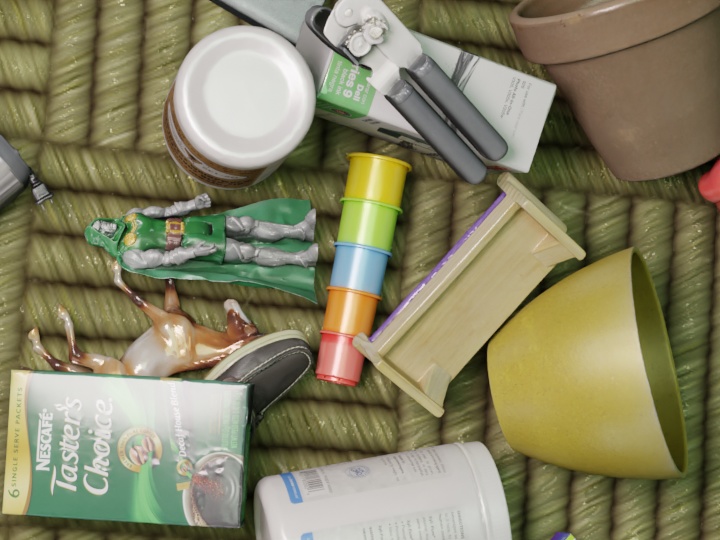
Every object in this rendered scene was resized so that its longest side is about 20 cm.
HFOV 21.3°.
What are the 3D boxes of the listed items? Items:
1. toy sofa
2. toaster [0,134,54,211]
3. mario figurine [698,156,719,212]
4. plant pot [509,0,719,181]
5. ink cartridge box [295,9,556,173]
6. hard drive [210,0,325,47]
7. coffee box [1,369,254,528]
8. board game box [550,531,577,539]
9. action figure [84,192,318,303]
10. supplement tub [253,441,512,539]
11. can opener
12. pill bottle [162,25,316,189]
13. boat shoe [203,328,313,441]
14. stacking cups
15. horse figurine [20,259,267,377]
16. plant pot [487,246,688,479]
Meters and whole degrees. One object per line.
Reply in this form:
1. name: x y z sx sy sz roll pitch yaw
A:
1. toy sofa: 0.088 0.016 1.639 0.083 0.098 0.200 39 96 -27
2. toaster: -0.366 -0.091 1.595 0.129 0.114 0.200 -43 95 -8
3. mario figurine: 0.374 -0.027 1.706 0.105 0.123 0.201 -18 104 -17
4. plant pot: 0.249 -0.178 1.693 0.199 0.200 0.176 -23 107 -12
5. ink cartridge box: 0.047 -0.151 1.643 0.199 0.146 0.085 19 88 -16
6. hard drive: -0.108 -0.305 1.704 0.199 0.033 0.140 30 79 -6
7. coffee box: -0.190 0.146 1.566 0.199 0.044 0.124 5 88 3
8. board game box: 0.160 0.349 1.676 0.134 0.045 0.200 44 78 -3
9. action figure: -0.137 -0.027 1.644 0.199 0.055 0.119 1 45 -8
10. supplement tub: 0.017 0.223 1.620 0.199 0.132 0.133 -8 85 -11
11. can opener: 0.041 -0.151 1.540 0.053 0.066 0.200 -48 114 -3
12. pill bottle: -0.107 -0.128 1.599 0.114 0.200 0.115 1 84 -10
13. boat shoe: -0.118 0.129 1.626 0.200 0.072 0.066 -34 50 -7
14. stacking cups: 0.000 0.000 1.676 0.060 0.060 0.201 11 82 -9
15. horse figurine: -0.197 0.066 1.639 0.200 0.050 0.133 -37 85 -14
16. plant pot: 0.191 0.093 1.653 0.141 0.200 0.201 -13 86 16
